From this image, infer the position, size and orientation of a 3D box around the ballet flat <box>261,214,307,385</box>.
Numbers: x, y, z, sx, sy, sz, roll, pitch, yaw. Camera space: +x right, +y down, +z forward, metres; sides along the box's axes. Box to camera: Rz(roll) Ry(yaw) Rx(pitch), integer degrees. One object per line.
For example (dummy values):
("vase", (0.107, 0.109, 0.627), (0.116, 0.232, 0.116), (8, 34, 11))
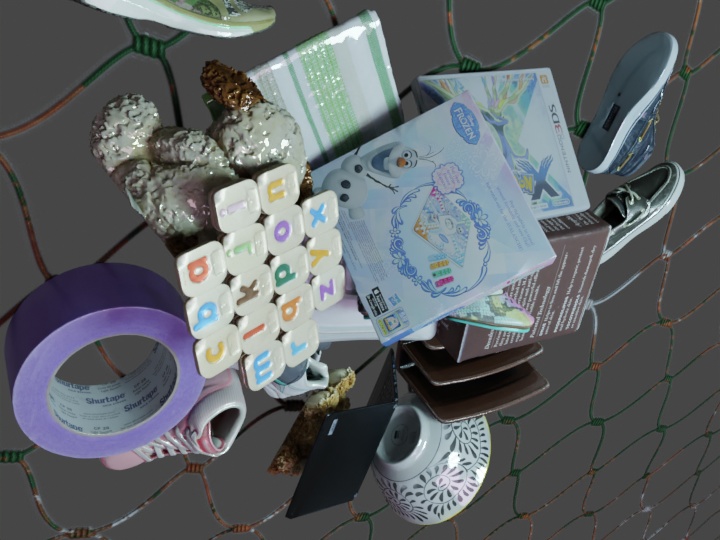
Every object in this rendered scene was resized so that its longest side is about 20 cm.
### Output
("ballet flat", (-0.100, 0.021, 0.771), (0.072, 0.203, 0.073), (-11, 168, -3))

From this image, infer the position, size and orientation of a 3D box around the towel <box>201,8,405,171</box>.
("towel", (-0.054, -0.170, 0.774), (0.198, 0.031, 0.150), (-29, 131, -9))

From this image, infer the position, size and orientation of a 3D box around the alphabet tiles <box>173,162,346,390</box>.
("alphabet tiles", (-0.086, 0.007, 0.680), (0.195, 0.014, 0.203), (-31, 125, -42))

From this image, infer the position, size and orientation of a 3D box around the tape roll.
("tape roll", (-0.272, 0.099, 0.785), (0.197, 0.085, 0.202), (-17, 129, -21))

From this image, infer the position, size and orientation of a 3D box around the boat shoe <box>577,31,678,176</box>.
("boat shoe", (0.377, -0.220, 0.987), (0.090, 0.071, 0.202), (2, 127, -35))

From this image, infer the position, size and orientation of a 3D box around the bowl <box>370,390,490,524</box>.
("bowl", (0.078, 0.250, 1.043), (0.201, 0.201, 0.094), (-48, 130, 7))

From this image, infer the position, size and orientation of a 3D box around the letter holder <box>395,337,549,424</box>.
("letter holder", (0.171, 0.120, 1.045), (0.197, 0.142, 0.102), (-12, 128, -25))

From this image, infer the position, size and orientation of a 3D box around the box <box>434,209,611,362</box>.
("box", (0.177, -0.013, 0.935), (0.197, 0.166, 0.166), (-10, 127, -25))

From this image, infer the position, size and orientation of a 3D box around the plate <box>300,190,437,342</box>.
("plate", (0.000, 0.000, 0.852), (0.197, 0.032, 0.203), (-2, 112, -5))

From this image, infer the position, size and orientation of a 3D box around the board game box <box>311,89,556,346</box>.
("board game box", (0.070, -0.055, 0.766), (0.197, 0.202, 0.043), (-26, 167, 5))

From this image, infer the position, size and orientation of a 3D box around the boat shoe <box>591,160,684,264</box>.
("boat shoe", (0.400, -0.092, 1.089), (0.200, 0.071, 0.064), (-46, 135, 7))

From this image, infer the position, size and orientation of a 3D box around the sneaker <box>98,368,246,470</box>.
("sneaker", (-0.223, 0.194, 0.872), (0.199, 0.105, 0.076), (-35, 136, -4))

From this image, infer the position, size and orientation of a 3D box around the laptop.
("laptop", (-0.024, 0.218, 0.996), (0.102, 0.201, 0.179), (18, 115, -9))

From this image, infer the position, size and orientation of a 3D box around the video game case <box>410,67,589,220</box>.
("video game case", (0.167, -0.145, 0.851), (0.197, 0.185, 0.022), (-11, 172, -26))

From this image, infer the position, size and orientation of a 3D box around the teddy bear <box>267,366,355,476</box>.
("teddy bear", (-0.060, 0.216, 0.986), (0.066, 0.145, 0.202), (30, 109, 3))

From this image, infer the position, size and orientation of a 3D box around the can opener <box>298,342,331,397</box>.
("can opener", (-0.064, 0.076, 0.924), (0.066, 0.053, 0.202), (5, 119, -34))

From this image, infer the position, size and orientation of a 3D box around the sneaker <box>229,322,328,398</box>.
("sneaker", (-0.105, 0.090, 0.835), (0.079, 0.071, 0.200), (-7, 151, 28))

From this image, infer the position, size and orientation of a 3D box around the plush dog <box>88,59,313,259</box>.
("plush dog", (-0.129, -0.092, 0.691), (0.171, 0.160, 0.201), (-40, 134, -9))

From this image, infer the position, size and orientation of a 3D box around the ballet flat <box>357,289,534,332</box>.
("ballet flat", (0.092, 0.025, 0.801), (0.069, 0.197, 0.072), (-17, 111, -75))

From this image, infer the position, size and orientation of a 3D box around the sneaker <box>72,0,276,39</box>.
("sneaker", (-0.156, -0.253, 0.617), (0.198, 0.077, 0.090), (1, 113, -36))
